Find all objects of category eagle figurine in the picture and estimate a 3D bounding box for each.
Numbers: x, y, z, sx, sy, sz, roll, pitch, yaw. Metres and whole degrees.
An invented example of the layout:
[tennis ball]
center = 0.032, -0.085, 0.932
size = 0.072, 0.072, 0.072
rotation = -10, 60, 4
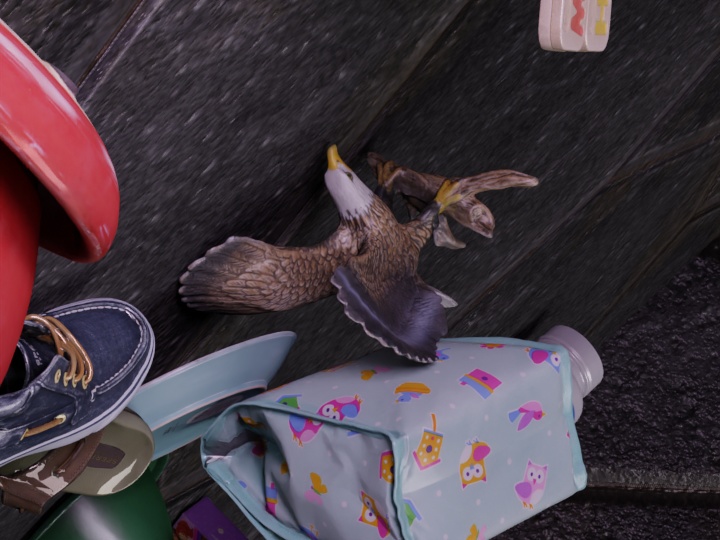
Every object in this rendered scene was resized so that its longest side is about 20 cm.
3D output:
[eagle figurine]
center = -0.004, -0.006, 1.735
size = 0.152, 0.151, 0.200
rotation = -40, -173, 48

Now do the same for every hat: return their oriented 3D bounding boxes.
[hat]
center = -0.145, 0.239, 1.951
size = 0.166, 0.176, 0.200
rotation = -43, 169, -9

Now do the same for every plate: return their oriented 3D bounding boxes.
[plate]
center = -0.125, 0.096, 1.752
size = 0.200, 0.026, 0.200
rotation = -27, 170, -5

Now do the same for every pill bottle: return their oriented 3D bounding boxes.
[pill bottle]
center = 0.175, 0.151, 3.007
size = 0.200, 0.112, 0.112
rotation = -38, 167, -28

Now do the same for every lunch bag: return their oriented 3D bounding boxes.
[lunch bag]
center = 0.016, 0.111, 1.748
size = 0.170, 0.123, 0.199
rotation = -24, -159, -39

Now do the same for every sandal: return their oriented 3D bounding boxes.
[sandal]
center = -0.180, 0.109, 1.591
size = 0.080, 0.057, 0.201
rotation = -48, 150, 20

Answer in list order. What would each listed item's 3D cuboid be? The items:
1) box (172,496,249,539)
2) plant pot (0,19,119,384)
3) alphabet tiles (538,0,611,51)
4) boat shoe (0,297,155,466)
[box]
center = -0.138, 0.305, 2.337
size = 0.039, 0.137, 0.200
rotation = -33, 163, -50
[plant pot]
center = -0.190, -0.014, 0.822
size = 0.183, 0.200, 0.200
rotation = -53, 171, -12
[alphabet tiles]
center = 0.117, -0.211, 1.383
size = 0.196, 0.015, 0.201
rotation = -9, 104, -71
[boat shoe]
center = -0.170, 0.053, 1.446
size = 0.200, 0.071, 0.091
rotation = -32, 167, -44
